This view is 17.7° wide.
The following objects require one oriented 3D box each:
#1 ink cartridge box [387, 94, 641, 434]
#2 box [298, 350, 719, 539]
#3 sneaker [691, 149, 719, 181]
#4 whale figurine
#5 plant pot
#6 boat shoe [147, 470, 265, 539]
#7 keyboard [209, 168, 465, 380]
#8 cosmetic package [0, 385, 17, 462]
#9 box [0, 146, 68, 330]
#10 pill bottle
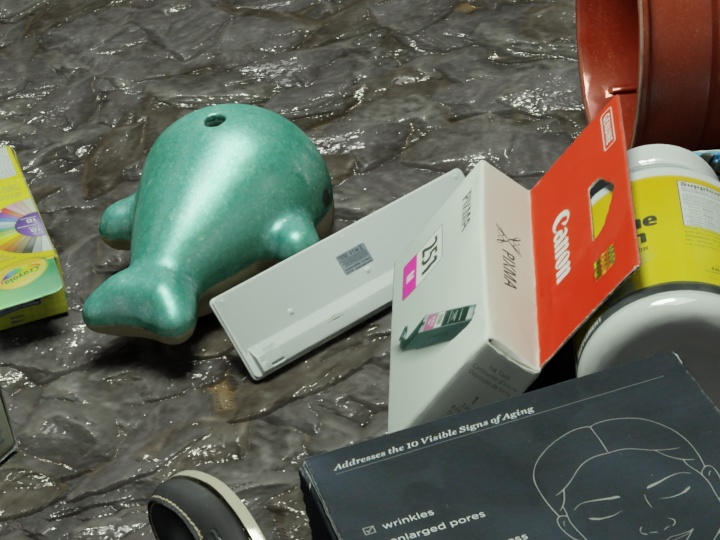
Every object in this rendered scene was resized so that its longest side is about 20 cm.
[{"bbox_3d":[0.083,-0.003,1.311,0.044,0.174,0.200,31,28,-16],"label":"ink cartridge box"},{"bbox_3d":[0.097,0.157,1.071,0.200,0.124,0.197,-16,33,-9],"label":"box"},{"bbox_3d":[0.284,-0.036,1.399,0.200,0.075,0.087,16,32,24],"label":"sneaker"},{"bbox_3d":[-0.100,-0.033,1.453,0.159,0.104,0.200,9,36,27],"label":"whale figurine"},{"bbox_3d":[0.255,-0.165,1.505,0.195,0.201,0.201,-3,31,-5],"label":"plant pot"},{"bbox_3d":[-0.071,0.168,1.151,0.063,0.073,0.200,-19,37,-21],"label":"boat shoe"},{"bbox_3d":[0.000,0.000,1.428,0.200,0.011,0.056,-29,81,-29],"label":"keyboard"},{"bbox_3d":[-0.314,0.082,1.357,0.200,0.073,0.104,11,37,32],"label":"cosmetic package"},{"bbox_3d":[-0.262,-0.010,1.517,0.117,0.048,0.200,-16,29,-10],"label":"box"},{"bbox_3d":[0.173,0.012,1.298,0.112,0.112,0.200,-6,31,6],"label":"pill bottle"}]
